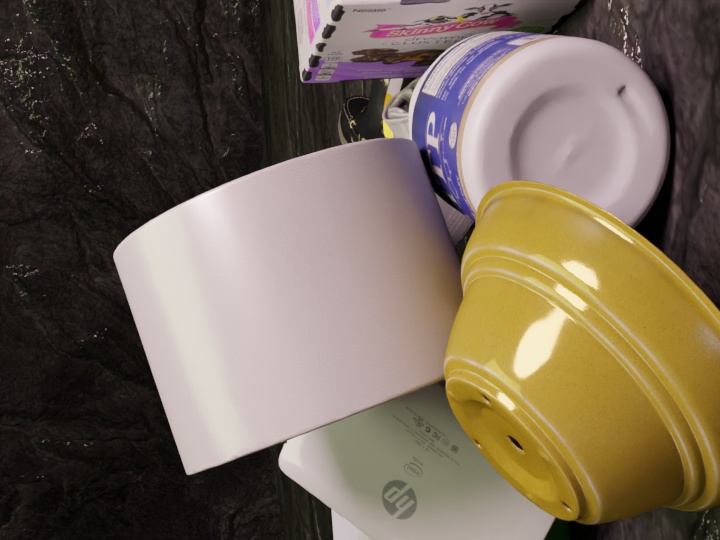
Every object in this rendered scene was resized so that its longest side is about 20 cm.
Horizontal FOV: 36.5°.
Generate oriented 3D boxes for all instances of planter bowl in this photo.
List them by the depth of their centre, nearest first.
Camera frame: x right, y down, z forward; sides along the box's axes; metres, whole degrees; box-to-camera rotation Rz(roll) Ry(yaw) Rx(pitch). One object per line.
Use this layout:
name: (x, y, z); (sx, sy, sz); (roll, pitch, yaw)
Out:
planter bowl: (0.100, 0.061, 0.536); (0.200, 0.083, 0.201); (45, 162, 19)

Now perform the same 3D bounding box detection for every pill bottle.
pill bottle: (0.095, -0.085, 0.673); (0.200, 0.118, 0.122); (-128, 35, -73)

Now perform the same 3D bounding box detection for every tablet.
tablet: (0.038, 0.141, 0.758); (0.199, 0.014, 0.131); (33, 112, 23)

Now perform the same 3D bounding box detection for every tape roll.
tape roll: (-0.034, 0.023, 0.663); (0.203, 0.200, 0.141); (136, 113, -77)

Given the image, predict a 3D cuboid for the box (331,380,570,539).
box: (0.066, 0.177, 0.838); (0.175, 0.096, 0.203); (0, 95, 47)

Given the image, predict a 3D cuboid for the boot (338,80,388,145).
boot: (0.030, -0.182, 1.151); (0.204, 0.072, 0.155); (-115, 25, -53)

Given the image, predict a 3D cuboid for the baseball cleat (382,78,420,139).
baseball cleat: (0.062, -0.099, 0.901); (0.070, 0.106, 0.200); (-59, -1, -28)

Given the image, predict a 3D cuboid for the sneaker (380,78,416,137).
sneaker: (0.069, -0.203, 0.968); (0.090, 0.069, 0.203); (5, 94, 54)

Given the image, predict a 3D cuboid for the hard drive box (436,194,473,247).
hard drive box: (0.000, 0.000, 0.888); (0.156, 0.077, 0.200); (-53, 6, -25)

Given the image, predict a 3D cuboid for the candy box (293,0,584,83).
candy box: (0.047, -0.191, 0.757); (0.200, 0.165, 0.073); (156, 109, -80)
